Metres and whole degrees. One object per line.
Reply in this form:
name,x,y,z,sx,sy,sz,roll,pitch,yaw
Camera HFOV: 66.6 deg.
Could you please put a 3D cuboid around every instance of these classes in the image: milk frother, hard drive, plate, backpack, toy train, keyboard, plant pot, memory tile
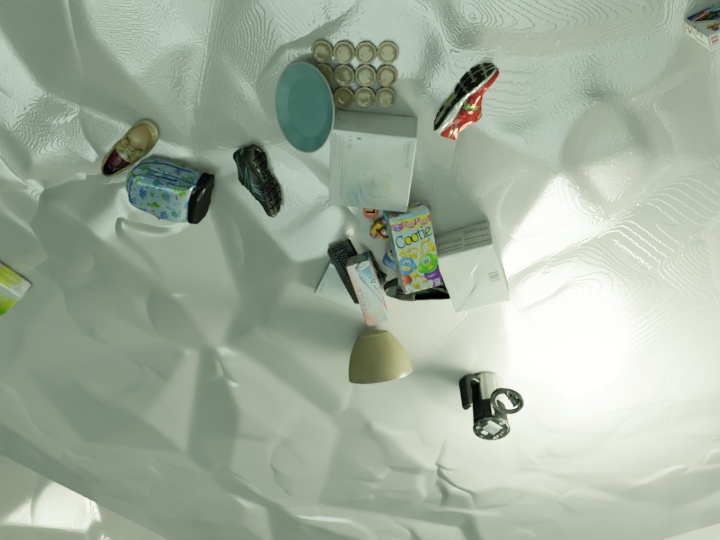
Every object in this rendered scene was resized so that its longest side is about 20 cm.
milk frother,0.431,0.399,1.742,0.199,0.189,0.181,-28,121,25
hard drive,-0.023,0.056,1.634,0.199,0.027,0.132,23,127,-10
plate,-0.124,-0.373,1.259,0.199,0.025,0.202,20,119,39
backpack,-0.504,-0.210,1.428,0.199,0.154,0.163,31,133,-1
toy train,0.087,-0.134,1.455,0.198,0.056,0.151,8,128,1
keyboard,0.000,0.000,1.569,0.126,0.021,0.201,-24,113,9
plant pot,0.051,0.260,1.702,0.199,0.200,0.136,-10,91,14
memory tile,-0.013,-0.446,1.251,0.198,0.017,0.154,3,128,4

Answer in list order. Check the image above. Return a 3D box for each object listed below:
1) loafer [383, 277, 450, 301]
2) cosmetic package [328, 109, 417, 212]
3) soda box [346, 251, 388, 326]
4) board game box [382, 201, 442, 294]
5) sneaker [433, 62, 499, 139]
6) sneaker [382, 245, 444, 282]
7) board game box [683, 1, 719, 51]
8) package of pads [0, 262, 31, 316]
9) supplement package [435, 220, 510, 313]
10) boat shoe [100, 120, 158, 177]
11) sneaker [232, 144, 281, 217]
loafer,0.167,0.057,1.575,0.198,0.063,0.072,-3,124,-1
cosmetic package,0.029,-0.262,1.322,0.198,0.123,0.200,5,128,1
soda box,0.021,0.054,1.549,0.068,0.064,0.201,-16,114,8
board game box,0.134,-0.060,1.403,0.102,0.105,0.201,-14,109,-2
sneaker,0.250,-0.381,1.245,0.084,0.077,0.200,22,135,-24
sneaker,0.151,-0.013,1.540,0.199,0.079,0.089,23,149,-18
board game box,0.749,-0.500,1.047,0.199,0.127,0.035,-22,122,22
package of pads,-1.169,0.036,1.731,0.154,0.068,0.200,-30,119,28
supplement package,0.305,-0.007,1.491,0.155,0.111,0.201,-15,125,18
boat shoe,-0.592,-0.302,1.399,0.200,0.067,0.074,-35,117,29
sneaker,-0.266,-0.230,1.425,0.079,0.076,0.201,-2,122,26
